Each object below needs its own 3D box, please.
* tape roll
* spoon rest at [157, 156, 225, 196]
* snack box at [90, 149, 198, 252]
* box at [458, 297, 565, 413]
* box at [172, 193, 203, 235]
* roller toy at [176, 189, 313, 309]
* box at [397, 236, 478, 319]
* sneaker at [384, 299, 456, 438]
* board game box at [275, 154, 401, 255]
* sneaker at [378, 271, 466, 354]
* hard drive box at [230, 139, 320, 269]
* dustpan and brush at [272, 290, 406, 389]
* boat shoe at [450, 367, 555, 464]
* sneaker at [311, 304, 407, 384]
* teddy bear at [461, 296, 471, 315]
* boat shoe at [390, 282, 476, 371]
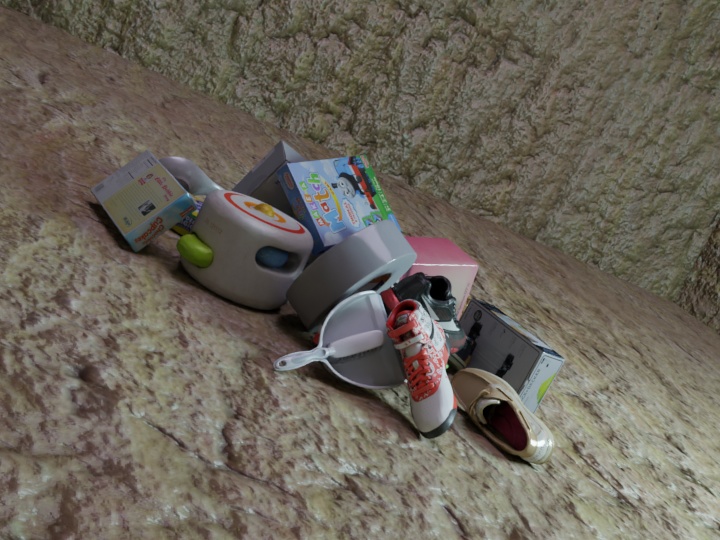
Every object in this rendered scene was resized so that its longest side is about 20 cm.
[{"bbox_3d":[-0.013,0.009,1.551,0.066,0.200,0.200,55,19,10],"label":"tape roll"},{"bbox_3d":[-0.306,-0.148,1.908,0.200,0.099,0.061,28,30,-33],"label":"spoon rest"},{"bbox_3d":[-0.340,-0.112,1.609,0.200,0.116,0.037,42,-14,52],"label":"snack box"},{"bbox_3d":[0.235,0.144,1.727,0.060,0.117,0.200,19,12,-38],"label":"box"},{"bbox_3d":[-0.277,-0.083,1.780,0.199,0.049,0.117,32,13,17],"label":"box"},{"bbox_3d":[-0.171,-0.039,1.587,0.182,0.140,0.200,27,12,1],"label":"roller toy"},{"bbox_3d":[0.087,0.018,1.818,0.199,0.128,0.109,1,28,-35],"label":"box"},{"bbox_3d":[0.076,0.127,1.400,0.108,0.067,0.202,50,26,-29],"label":"sneaker"},{"bbox_3d":[-0.034,-0.112,1.712,0.200,0.037,0.152,-14,76,-48],"label":"board game box"},{"bbox_3d":[0.114,0.062,1.543,0.200,0.098,0.071,35,17,-46],"label":"sneaker"},{"bbox_3d":[-0.113,-0.101,1.789,0.200,0.156,0.077,38,20,-30],"label":"hard drive box"},{"bbox_3d":[-0.032,0.109,1.400,0.199,0.140,0.057,-14,-10,-23],"label":"dustpan and brush"},{"bbox_3d":[0.195,0.202,1.494,0.069,0.074,0.200,21,13,-48],"label":"boat shoe"},{"bbox_3d":[0.033,0.111,1.492,0.199,0.083,0.078,24,-2,-19],"label":"sneaker"},{"bbox_3d":[0.154,0.058,2.055,0.200,0.067,0.145,33,-5,31],"label":"teddy bear"},{"bbox_3d":[0.114,0.082,1.716,0.200,0.062,0.075,43,-10,-8],"label":"boat shoe"}]
